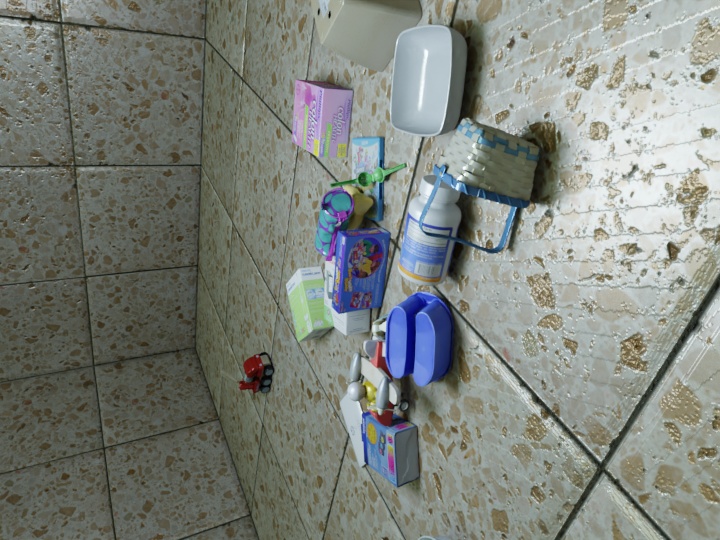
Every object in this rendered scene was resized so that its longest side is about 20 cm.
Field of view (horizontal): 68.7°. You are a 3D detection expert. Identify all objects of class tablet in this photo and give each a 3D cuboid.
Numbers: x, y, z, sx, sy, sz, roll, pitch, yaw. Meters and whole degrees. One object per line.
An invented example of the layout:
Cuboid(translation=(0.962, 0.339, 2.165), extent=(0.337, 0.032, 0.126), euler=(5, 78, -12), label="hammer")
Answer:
Cuboid(translation=(-0.011, 0.470, 1.575), extent=(0.131, 0.013, 0.205), euler=(-56, 48, 51), label="tablet")

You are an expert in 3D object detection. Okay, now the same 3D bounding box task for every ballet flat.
Cuboid(translation=(0.066, 0.140, 1.311), extent=(0.199, 0.072, 0.077), euler=(-31, 69, 59), label="ballet flat")

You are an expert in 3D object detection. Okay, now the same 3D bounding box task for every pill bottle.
Cuboid(translation=(0.144, -0.084, 1.079), extent=(0.112, 0.109, 0.206), euler=(43, 131, 49), label="pill bottle")

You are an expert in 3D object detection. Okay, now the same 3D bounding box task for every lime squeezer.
Cuboid(translation=(0.025, -0.234, 1.290), extent=(0.194, 0.070, 0.039), euler=(-11, 75, 19), label="lime squeezer")

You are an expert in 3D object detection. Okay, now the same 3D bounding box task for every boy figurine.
Cuboid(translation=(-0.030, -0.163, 1.399), extent=(0.198, 0.062, 0.129), euler=(8, 99, 63), label="boy figurine")

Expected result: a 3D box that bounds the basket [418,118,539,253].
Cuboid(translation=(0.206, -0.138, 0.904), extent=(0.140, 0.171, 0.206), euler=(-126, 52, -63), label="basket")

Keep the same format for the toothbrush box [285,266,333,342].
Cuboid(translation=(-0.166, 0.111, 1.715), extent=(0.145, 0.084, 0.206), euler=(-42, 60, 56), label="toothbrush box")

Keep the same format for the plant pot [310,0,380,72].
Cuboid(translation=(-0.003, -0.600, 1.184), extent=(0.199, 0.172, 0.207), euler=(-34, 67, 57), label="plant pot")

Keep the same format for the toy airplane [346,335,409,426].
Cuboid(translation=(0.030, 0.262, 1.269), extent=(0.202, 0.137, 0.203), euler=(104, 144, -58), label="toy airplane")

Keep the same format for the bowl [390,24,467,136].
Cuboid(translation=(0.143, -0.378, 1.062), extent=(0.199, 0.072, 0.207), euler=(33, 124, 56), label="bowl")

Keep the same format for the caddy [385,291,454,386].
Cuboid(translation=(0.133, 0.152, 1.159), extent=(0.138, 0.104, 0.208), euler=(11, 106, 35), label="caddy")

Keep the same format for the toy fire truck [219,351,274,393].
Cuboid(translation=(-0.488, 0.440, 2.254), extent=(0.130, 0.194, 0.180), euler=(56, 141, 38), label="toy fire truck")

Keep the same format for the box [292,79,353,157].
Cuboid(translation=(-0.113, -0.434, 1.499), extent=(0.199, 0.094, 0.182), euler=(39, 129, 51), label="box")

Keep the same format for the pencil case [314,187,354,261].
Cuboid(translation=(-0.070, -0.116, 1.348), extent=(0.202, 0.082, 0.095), euler=(108, 157, -59), label="pencil case")

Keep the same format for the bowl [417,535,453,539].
Cuboid(translation=(0.202, 0.670, 1.142), extent=(0.199, 0.088, 0.209), euler=(20, 113, 58), label="bowl")

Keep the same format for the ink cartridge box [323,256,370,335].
Cuboid(translation=(-0.037, 0.055, 1.466), extent=(0.144, 0.082, 0.207), euler=(26, 118, 57), label="ink cartridge box")

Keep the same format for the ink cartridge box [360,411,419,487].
Cuboid(translation=(0.066, 0.448, 1.367), extent=(0.198, 0.074, 0.142), euler=(7, 101, 62), label="ink cartridge box")

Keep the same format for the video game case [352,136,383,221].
Cuboid(translation=(0.017, -0.241, 1.378), extent=(0.142, 0.017, 0.208), euler=(22, 114, 59), label="video game case")

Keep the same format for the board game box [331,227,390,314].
Cuboid(translation=(0.000, 0.000, 1.338), extent=(0.045, 0.131, 0.207), euler=(36, 126, 51), label="board game box")
